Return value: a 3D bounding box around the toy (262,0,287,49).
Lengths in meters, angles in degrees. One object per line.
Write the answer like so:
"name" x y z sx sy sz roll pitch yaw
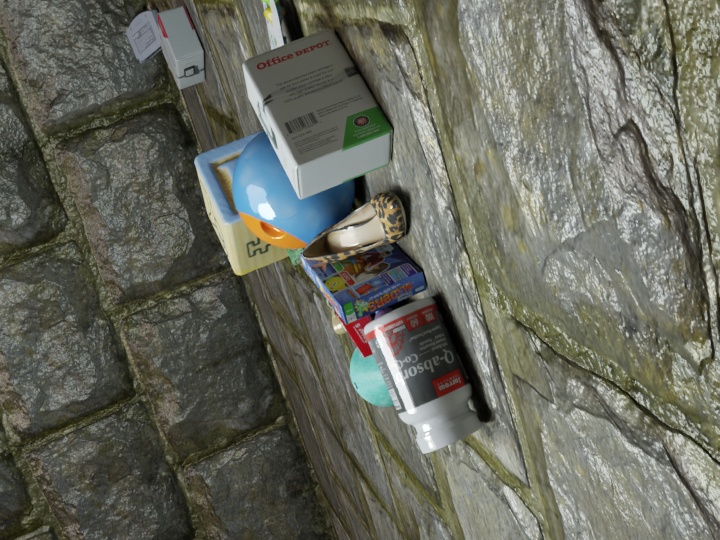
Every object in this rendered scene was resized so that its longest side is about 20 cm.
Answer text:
"toy" -0.117 -0.353 1.627 0.115 0.047 0.202 -141 35 -72

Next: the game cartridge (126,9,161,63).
"game cartridge" -0.713 -0.790 3.297 0.199 0.040 0.134 -16 100 51

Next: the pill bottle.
"pill bottle" 0.093 0.150 1.419 0.116 0.115 0.202 130 117 -76

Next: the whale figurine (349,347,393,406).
"whale figurine" 0.044 0.177 1.691 0.160 0.103 0.200 66 166 -4

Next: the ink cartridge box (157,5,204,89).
"ink cartridge box" -0.492 -0.610 2.710 0.200 0.083 0.146 122 125 -75

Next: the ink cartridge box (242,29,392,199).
"ink cartridge box" -0.061 -0.222 1.382 0.084 0.145 0.201 89 157 -61

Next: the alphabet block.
"alphabet block" -0.216 -0.144 2.059 0.201 0.195 0.196 90 156 -60

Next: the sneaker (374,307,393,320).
"sneaker" 0.084 0.147 1.560 0.088 0.075 0.201 -115 0 -79

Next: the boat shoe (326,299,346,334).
"boat shoe" -0.032 0.045 1.797 0.074 0.066 0.200 58 -170 -26

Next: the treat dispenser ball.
"treat dispenser ball" -0.108 -0.136 1.594 0.201 0.199 0.203 158 90 -78

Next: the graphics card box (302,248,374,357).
"graphics card box" -0.030 0.035 1.640 0.201 0.051 0.126 62 -178 42

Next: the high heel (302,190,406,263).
"high heel" -0.011 -0.055 1.446 0.200 0.141 0.072 133 116 -76

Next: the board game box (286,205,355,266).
"board game box" -0.081 -0.090 1.756 0.200 0.023 0.106 -31 83 48

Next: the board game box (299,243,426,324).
"board game box" 0.000 0.000 1.515 0.200 0.134 0.035 -131 21 -58

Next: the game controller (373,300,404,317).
"game controller" 0.037 0.061 1.675 0.200 0.042 0.105 -144 35 -69
